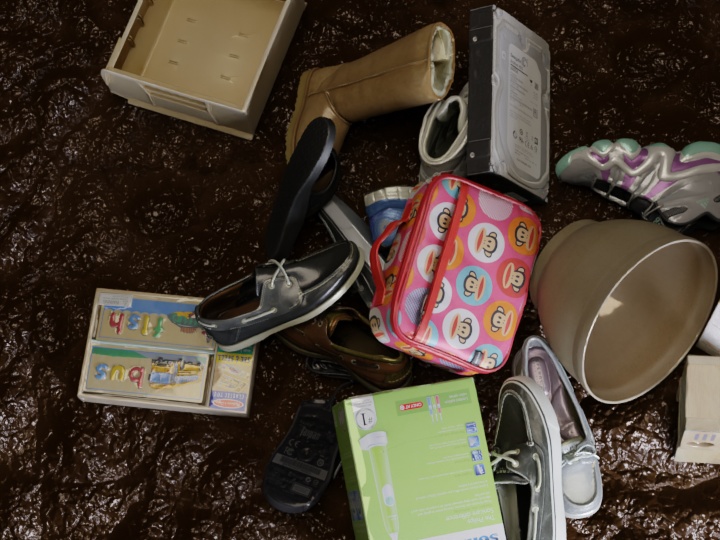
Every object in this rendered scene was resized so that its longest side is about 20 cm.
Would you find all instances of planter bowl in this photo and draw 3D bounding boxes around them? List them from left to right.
[{"bbox_3d":[0.271,0.024,1.623,0.200,0.200,0.135,-43,49,-10],"label":"planter bowl"}]

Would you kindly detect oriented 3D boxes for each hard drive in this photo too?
[{"bbox_3d":[0.172,-0.188,1.710,0.038,0.140,0.200,-8,72,33],"label":"hard drive"}]

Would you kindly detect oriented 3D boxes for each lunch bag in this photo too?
[{"bbox_3d":[0.093,0.000,1.607,0.176,0.082,0.200,22,76,-21],"label":"lunch bag"}]

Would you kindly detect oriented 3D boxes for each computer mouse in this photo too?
[{"bbox_3d":[-0.018,0.192,1.656,0.140,0.046,0.200,13,62,13],"label":"computer mouse"}]

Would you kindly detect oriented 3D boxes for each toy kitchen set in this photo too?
[{"bbox_3d":[0.431,0.193,1.546,0.200,0.180,0.164,2,73,10],"label":"toy kitchen set"}]

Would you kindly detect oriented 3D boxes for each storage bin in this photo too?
[{"bbox_3d":[-0.189,-0.287,1.800,0.198,0.094,0.200,17,74,10],"label":"storage bin"}]

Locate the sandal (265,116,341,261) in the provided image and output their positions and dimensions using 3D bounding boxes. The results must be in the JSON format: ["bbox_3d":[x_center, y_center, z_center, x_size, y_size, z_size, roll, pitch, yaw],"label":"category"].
[{"bbox_3d":[-0.058,-0.094,1.693,0.048,0.201,0.075,7,42,-21],"label":"sandal"}]

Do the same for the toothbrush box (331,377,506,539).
[{"bbox_3d":[0.062,0.226,1.584,0.145,0.086,0.200,-10,80,-12],"label":"toothbrush box"}]

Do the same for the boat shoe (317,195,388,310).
[{"bbox_3d":[0.001,0.000,1.704,0.068,0.074,0.199,-39,82,12],"label":"boat shoe"}]

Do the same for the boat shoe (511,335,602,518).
[{"bbox_3d":[0.214,0.171,1.631,0.074,0.065,0.202,-13,72,1],"label":"boat shoe"}]

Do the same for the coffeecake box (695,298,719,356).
[{"bbox_3d":[0.439,0.010,1.596,0.073,0.200,0.154,31,76,13],"label":"coffeecake box"}]

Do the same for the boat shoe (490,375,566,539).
[{"bbox_3d":[0.173,0.211,1.586,0.064,0.071,0.200,1,76,-42],"label":"boat shoe"}]

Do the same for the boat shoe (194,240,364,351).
[{"bbox_3d":[-0.089,0.021,1.649,0.200,0.068,0.072,-27,42,10],"label":"boat shoe"}]

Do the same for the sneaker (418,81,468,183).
[{"bbox_3d":[0.131,-0.184,1.730,0.074,0.116,0.200,26,73,14],"label":"sneaker"}]

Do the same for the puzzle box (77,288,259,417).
[{"bbox_3d":[-0.217,0.094,1.711,0.200,0.025,0.133,5,73,6],"label":"puzzle box"}]

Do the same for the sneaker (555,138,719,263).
[{"bbox_3d":[0.325,-0.075,1.698,0.200,0.078,0.140,-2,71,4],"label":"sneaker"}]

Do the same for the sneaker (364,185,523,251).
[{"bbox_3d":[0.100,-0.048,1.698,0.200,0.079,0.089,0,87,-17],"label":"sneaker"}]

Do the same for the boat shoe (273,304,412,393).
[{"bbox_3d":[-0.025,0.065,1.668,0.200,0.068,0.072,26,60,22],"label":"boat shoe"}]

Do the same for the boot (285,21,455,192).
[{"bbox_3d":[0.010,-0.185,1.713,0.200,0.066,0.176,-12,66,36],"label":"boot"}]
